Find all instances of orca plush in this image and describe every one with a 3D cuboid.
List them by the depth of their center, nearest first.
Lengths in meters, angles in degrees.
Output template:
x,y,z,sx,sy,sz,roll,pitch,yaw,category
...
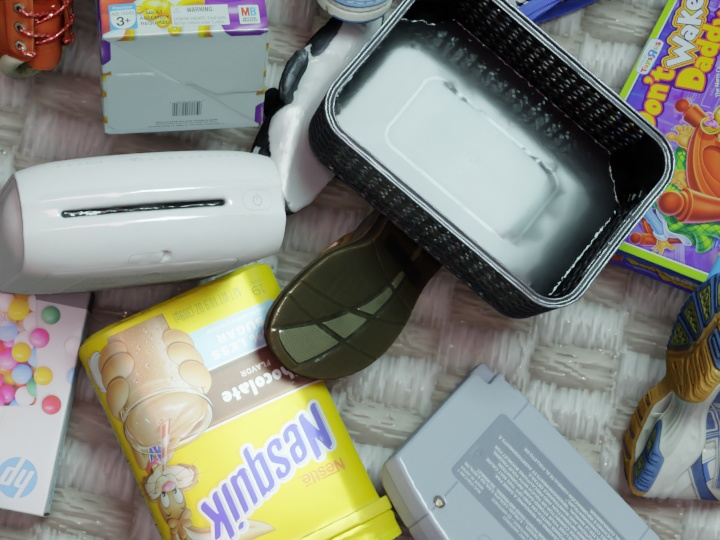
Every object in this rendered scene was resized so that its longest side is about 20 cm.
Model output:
x,y,z,sx,sy,sz,roll,pitch,yaw,category
-0.043,-0.130,1.091,0.071,0.105,0.201,6,77,32,orca plush

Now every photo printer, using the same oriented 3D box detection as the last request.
x,y,z,sx,sy,sz,roll,pitch,yaw,category
-0.139,-0.028,0.969,0.166,0.200,0.070,-5,87,-17,photo printer

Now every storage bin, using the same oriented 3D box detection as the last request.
x,y,z,sx,sy,sz,roll,pitch,yaw,category
0.080,-0.078,1.014,0.200,0.094,0.135,40,80,-2,storage bin

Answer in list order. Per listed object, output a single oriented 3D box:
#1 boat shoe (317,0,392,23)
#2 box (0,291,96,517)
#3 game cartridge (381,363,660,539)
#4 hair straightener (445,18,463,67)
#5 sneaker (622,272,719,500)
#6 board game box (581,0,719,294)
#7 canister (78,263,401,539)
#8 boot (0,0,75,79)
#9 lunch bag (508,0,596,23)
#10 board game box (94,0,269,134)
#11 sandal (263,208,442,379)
x,y,z,sx,sy,sz,roll,pitch,yaw,category
-0.026,-0.261,1.078,0.072,0.072,0.200,-19,60,-24,boat shoe
-0.264,0.051,1.067,0.155,0.041,0.201,12,83,-2,box
0.110,0.171,1.051,0.200,0.040,0.133,47,48,3,game cartridge
0.040,-0.204,1.103,0.041,0.077,0.201,-12,86,10,hair straightener
0.242,0.077,1.040,0.088,0.200,0.075,10,46,-8,sneaker
0.238,-0.088,1.086,0.134,0.045,0.200,23,80,30,board game box
-0.082,0.113,1.044,0.148,0.087,0.201,-24,83,-15,canister
-0.207,-0.189,1.029,0.075,0.200,0.108,-20,90,-25,boot
0.152,-0.275,1.095,0.199,0.124,0.170,-25,85,-4,lunch bag
-0.123,-0.202,1.038,0.104,0.103,0.201,-4,60,-10,board game box
0.000,0.000,1.064,0.082,0.054,0.200,55,51,-23,sandal
